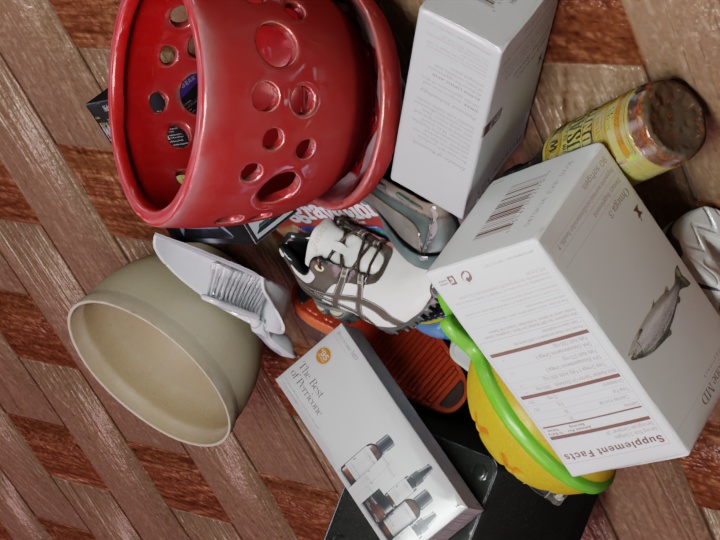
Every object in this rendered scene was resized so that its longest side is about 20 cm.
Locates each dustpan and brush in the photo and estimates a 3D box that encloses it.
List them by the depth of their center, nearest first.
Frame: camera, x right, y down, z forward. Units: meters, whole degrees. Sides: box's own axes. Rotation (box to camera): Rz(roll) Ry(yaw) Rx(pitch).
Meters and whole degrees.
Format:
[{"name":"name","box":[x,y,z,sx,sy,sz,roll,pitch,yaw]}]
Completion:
[{"name":"dustpan and brush","box":[-0.104,0.035,1.768,0.139,0.058,0.200,21,175,33]}]

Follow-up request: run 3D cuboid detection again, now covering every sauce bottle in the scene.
[{"name":"sauce bottle","box":[0.172,-0.083,1.392,0.066,0.066,0.200,45,147,-11]}]

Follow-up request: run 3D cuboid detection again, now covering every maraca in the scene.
[{"name":"maraca","box":[0.132,0.091,1.481,0.107,0.137,0.201,-42,77,22]}]

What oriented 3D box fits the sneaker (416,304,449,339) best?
[{"name":"sneaker","box":[0.129,0.030,1.605,0.199,0.067,0.078,-2,157,41]}]

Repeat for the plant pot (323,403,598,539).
[{"name":"plant pot","box":[0.078,0.227,1.714,0.198,0.202,0.177,20,174,28]}]

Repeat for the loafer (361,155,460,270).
[{"name":"loafer","box":[0.024,-0.082,1.515,0.200,0.071,0.063,49,150,40]}]

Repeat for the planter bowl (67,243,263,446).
[{"name":"planter bowl","box":[-0.176,0.058,1.884,0.199,0.135,0.201,26,147,18]}]

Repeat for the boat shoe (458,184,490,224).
[{"name":"boat shoe","box":[0.139,0.000,1.495,0.200,0.072,0.068,45,-171,11]}]

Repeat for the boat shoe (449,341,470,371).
[{"name":"boat shoe","box":[0.156,0.109,1.660,0.199,0.069,0.071,25,149,23]}]

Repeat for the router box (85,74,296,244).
[{"name":"router box","box":[-0.154,-0.102,1.671,0.158,0.052,0.199,58,158,-17]}]

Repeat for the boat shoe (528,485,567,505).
[{"name":"boat shoe","box":[0.204,0.119,1.575,0.064,0.071,0.200,39,125,4]}]

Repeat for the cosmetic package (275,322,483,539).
[{"name":"cosmetic package","box":[0.015,0.150,1.627,0.201,0.082,0.051,54,-170,21]}]

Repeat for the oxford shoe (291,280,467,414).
[{"name":"oxford shoe","box":[0.021,0.076,1.770,0.199,0.071,0.073,38,155,22]}]

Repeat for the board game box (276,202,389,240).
[{"name":"board game box","box":[-0.012,-0.044,1.660,0.199,0.020,0.103,1,142,51]}]

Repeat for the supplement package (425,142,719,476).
[{"name":"supplement package","box":[0.164,0.031,1.358,0.117,0.117,0.201,-18,116,46]}]

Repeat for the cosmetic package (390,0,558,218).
[{"name":"cosmetic package","box":[0.084,-0.141,1.375,0.074,0.102,0.201,29,149,15]}]

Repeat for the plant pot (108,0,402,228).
[{"name":"plant pot","box":[-0.080,-0.136,1.435,0.200,0.181,0.203,10,102,60]}]

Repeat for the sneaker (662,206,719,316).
[{"name":"sneaker","box":[0.281,0.053,1.443,0.199,0.080,0.129,43,151,-7]}]

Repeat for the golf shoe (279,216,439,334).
[{"name":"golf shoe","box":[0.000,0.000,1.608,0.094,0.078,0.199,41,155,-28]}]
